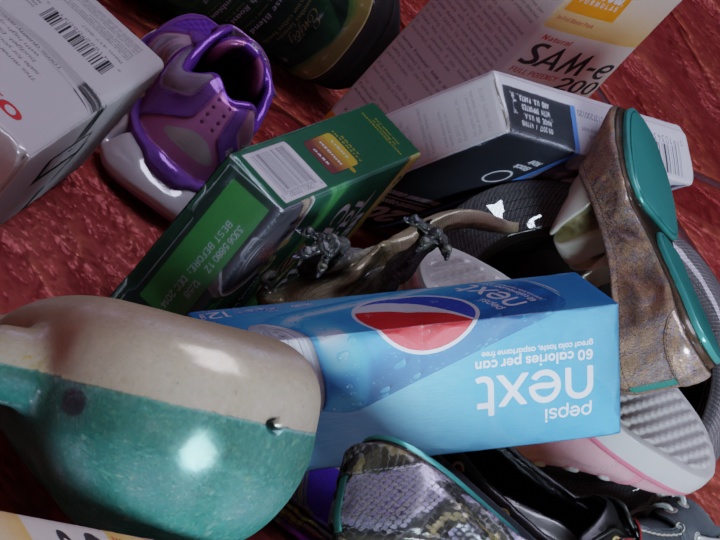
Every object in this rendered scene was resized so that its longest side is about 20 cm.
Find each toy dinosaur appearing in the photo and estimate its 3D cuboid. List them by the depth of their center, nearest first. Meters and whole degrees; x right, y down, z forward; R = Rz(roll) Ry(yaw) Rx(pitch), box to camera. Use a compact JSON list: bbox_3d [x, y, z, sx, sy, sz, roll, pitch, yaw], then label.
[{"bbox_3d":[0.000,0.000,1.484,0.048,0.200,0.088,60,-18,11],"label":"toy dinosaur"}]

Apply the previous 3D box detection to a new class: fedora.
[{"bbox_3d":[0.116,0.050,1.681,0.200,0.177,0.090,28,-10,5],"label":"fedora"}]

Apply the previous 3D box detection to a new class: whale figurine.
[{"bbox_3d":[-0.112,0.065,1.283,0.200,0.104,0.159,8,-4,39],"label":"whale figurine"}]

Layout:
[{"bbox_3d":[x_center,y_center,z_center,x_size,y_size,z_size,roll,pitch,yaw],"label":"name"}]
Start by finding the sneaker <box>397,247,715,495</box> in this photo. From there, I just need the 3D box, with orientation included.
[{"bbox_3d":[0.086,0.075,1.597,0.200,0.105,0.075,32,34,-13],"label":"sneaker"}]

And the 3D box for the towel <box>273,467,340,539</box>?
[{"bbox_3d":[0.012,0.120,1.511,0.200,0.023,0.144,38,23,-13],"label":"towel"}]

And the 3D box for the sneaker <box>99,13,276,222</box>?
[{"bbox_3d":[-0.084,-0.102,1.666,0.080,0.088,0.200,36,22,-13],"label":"sneaker"}]

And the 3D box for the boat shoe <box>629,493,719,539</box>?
[{"bbox_3d":[0.159,0.150,1.618,0.200,0.073,0.062,24,64,-52],"label":"boat shoe"}]

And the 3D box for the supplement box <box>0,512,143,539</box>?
[{"bbox_3d":[-0.092,0.169,1.155,0.200,0.074,0.126,16,33,-48],"label":"supplement box"}]

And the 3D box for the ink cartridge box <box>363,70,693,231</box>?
[{"bbox_3d":[0.056,-0.052,1.715,0.198,0.200,0.043,10,67,-52],"label":"ink cartridge box"}]

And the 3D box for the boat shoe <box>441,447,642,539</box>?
[{"bbox_3d":[0.111,0.145,1.479,0.201,0.063,0.074,32,21,-2],"label":"boat shoe"}]

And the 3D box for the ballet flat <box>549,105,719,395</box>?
[{"bbox_3d":[0.138,-0.011,1.595,0.068,0.067,0.200,51,19,-37],"label":"ballet flat"}]

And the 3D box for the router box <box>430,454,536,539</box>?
[{"bbox_3d":[0.067,0.196,1.381,0.200,0.062,0.150,42,30,-2],"label":"router box"}]

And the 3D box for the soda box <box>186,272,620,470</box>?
[{"bbox_3d":[0.021,0.049,1.428,0.200,0.068,0.064,-6,16,-16],"label":"soda box"}]

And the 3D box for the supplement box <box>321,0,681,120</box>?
[{"bbox_3d":[0.089,-0.131,1.862,0.074,0.200,0.126,53,24,23],"label":"supplement box"}]

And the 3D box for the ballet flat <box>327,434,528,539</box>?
[{"bbox_3d":[0.067,0.148,1.330,0.200,0.072,0.072,31,24,-18],"label":"ballet flat"}]

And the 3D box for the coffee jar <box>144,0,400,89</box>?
[{"bbox_3d":[-0.069,-0.187,1.849,0.200,0.085,0.104,24,26,-38],"label":"coffee jar"}]

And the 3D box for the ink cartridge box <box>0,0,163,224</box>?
[{"bbox_3d":[-0.202,-0.100,1.464,0.146,0.084,0.200,43,23,1],"label":"ink cartridge box"}]

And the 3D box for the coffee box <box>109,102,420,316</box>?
[{"bbox_3d":[-0.050,-0.019,1.527,0.044,0.123,0.200,44,21,8],"label":"coffee box"}]
